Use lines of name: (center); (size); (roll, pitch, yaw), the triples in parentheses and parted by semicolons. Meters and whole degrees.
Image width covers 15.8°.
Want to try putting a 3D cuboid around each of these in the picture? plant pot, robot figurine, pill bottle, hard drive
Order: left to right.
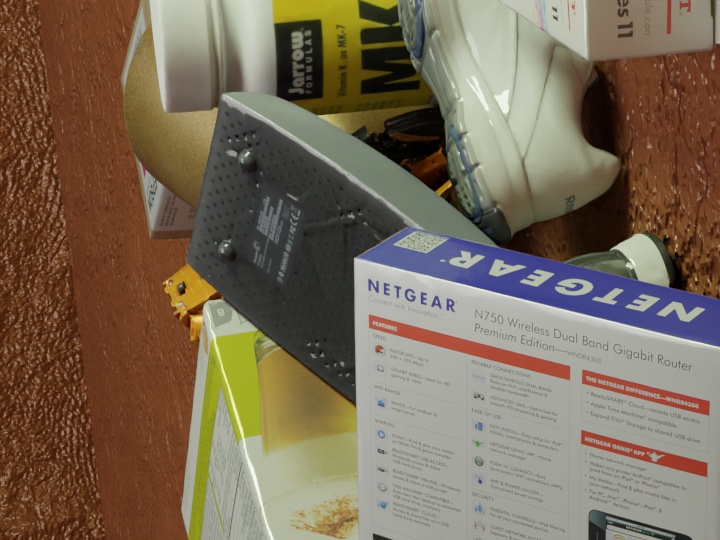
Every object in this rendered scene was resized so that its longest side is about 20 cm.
plant pot: (-0.022, -0.079, 1.629); (0.200, 0.186, 0.187); (45, 142, 45)
pill bottle: (-0.015, -0.143, 1.438); (0.114, 0.199, 0.115); (173, 90, -83)
robot figurine: (-0.003, -0.010, 1.481); (0.145, 0.199, 0.058); (45, -163, -51)
hard drive: (0.000, 0.000, 1.357); (0.200, 0.042, 0.135); (36, 136, 22)

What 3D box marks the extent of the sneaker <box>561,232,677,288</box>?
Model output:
sneaker: (0.109, 0.082, 1.290); (0.066, 0.090, 0.201); (-140, 46, -64)

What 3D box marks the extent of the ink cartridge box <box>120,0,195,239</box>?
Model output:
ink cartridge box: (-0.154, -0.141, 2.286); (0.200, 0.075, 0.166); (116, 145, -65)

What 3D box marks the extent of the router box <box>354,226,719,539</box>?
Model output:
router box: (0.092, 0.088, 1.217); (0.199, 0.049, 0.180); (14, 117, 31)

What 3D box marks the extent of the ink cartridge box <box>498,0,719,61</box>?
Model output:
ink cartridge box: (0.114, -0.167, 1.200); (0.200, 0.067, 0.118); (-132, 38, -67)

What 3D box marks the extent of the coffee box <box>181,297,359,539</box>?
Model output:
coffee box: (0.020, 0.142, 1.460); (0.200, 0.199, 0.198); (101, 157, -49)

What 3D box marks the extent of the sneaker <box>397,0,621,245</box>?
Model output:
sneaker: (0.072, -0.114, 1.347); (0.075, 0.087, 0.201); (115, 140, -75)
